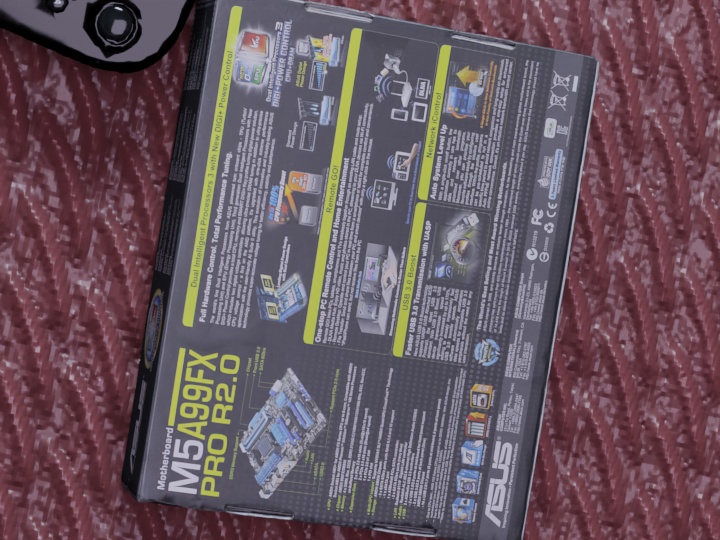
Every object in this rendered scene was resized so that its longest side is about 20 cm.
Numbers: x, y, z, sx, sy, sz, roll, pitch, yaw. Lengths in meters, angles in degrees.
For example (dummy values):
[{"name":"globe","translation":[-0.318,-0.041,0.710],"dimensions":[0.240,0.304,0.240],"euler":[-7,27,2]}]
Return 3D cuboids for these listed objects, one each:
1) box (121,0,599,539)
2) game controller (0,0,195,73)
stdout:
[{"name":"box","translation":[0.000,0.000,0.802],"dimensions":[0.159,0.044,0.201],"euler":[8,92,-15]},{"name":"game controller","translation":[-0.087,-0.179,0.768],"dimensions":[0.104,0.042,0.201],"euler":[23,87,-15]}]
